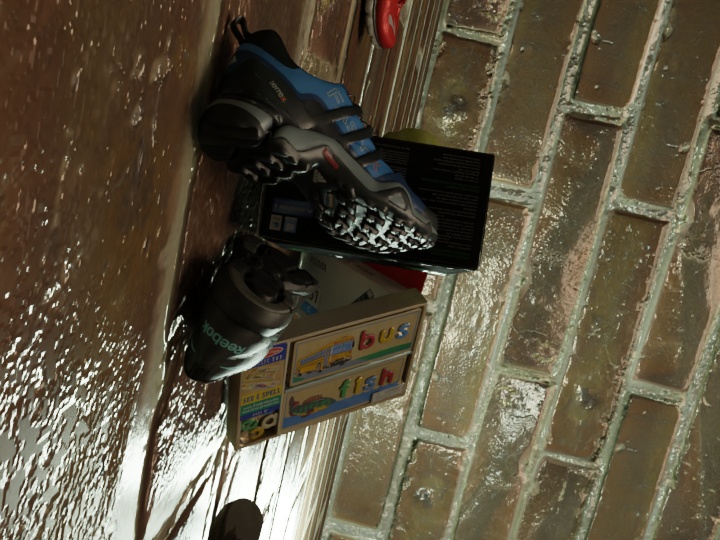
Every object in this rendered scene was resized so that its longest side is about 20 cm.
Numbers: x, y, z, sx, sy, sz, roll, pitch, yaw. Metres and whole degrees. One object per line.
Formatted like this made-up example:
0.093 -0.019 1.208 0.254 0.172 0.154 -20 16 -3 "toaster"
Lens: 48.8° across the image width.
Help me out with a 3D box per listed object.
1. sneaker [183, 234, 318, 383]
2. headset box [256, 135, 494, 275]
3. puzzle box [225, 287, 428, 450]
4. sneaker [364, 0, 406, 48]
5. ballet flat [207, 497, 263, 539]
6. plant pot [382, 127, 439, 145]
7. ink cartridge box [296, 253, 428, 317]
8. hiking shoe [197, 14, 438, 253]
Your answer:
-0.087 0.025 0.603 0.079 0.075 0.200 -55 180 10 "sneaker"
0.010 -0.054 0.692 0.200 0.174 0.093 146 -47 -89 "headset box"
-0.032 0.094 0.772 0.025 0.200 0.133 49 -38 41 "puzzle box"
0.055 -0.365 0.983 0.077 0.085 0.200 -70 172 -52 "sneaker"
-0.145 0.318 0.774 0.046 0.067 0.200 -36 -150 42 "ballet flat"
0.093 -0.170 1.560 0.201 0.200 0.185 95 -2 -62 "plant pot"
0.000 0.000 0.917 0.200 0.045 0.177 30 -70 52 "ink cartridge box"
-0.010 -0.079 0.523 0.200 0.074 0.087 33 62 -41 "hiking shoe"
